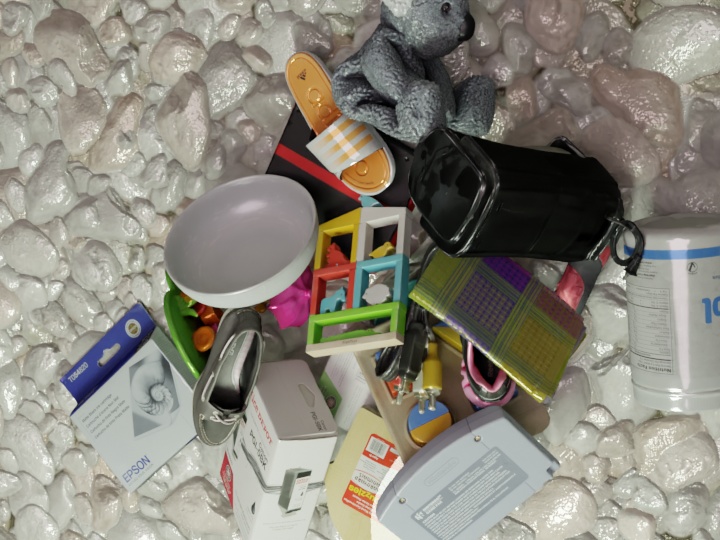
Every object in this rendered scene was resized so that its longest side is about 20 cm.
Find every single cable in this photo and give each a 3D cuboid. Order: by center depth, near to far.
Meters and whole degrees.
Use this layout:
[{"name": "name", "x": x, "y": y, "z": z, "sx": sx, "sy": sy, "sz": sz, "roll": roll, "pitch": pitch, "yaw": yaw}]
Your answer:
[{"name": "cable", "x": 0.073, "y": 0.064, "z": 1.320, "sx": 0.097, "sy": 0.050, "sz": 0.202, "roll": 1, "pitch": 73, "yaw": 53}]

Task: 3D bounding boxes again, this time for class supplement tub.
[{"name": "supplement tub", "x": 0.363, "y": 0.043, "z": 1.251, "sx": 0.131, "sy": 0.132, "sz": 0.202, "roll": -3, "pitch": 101, "yaw": 21}]

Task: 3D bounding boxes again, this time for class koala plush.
[{"name": "koala plush", "x": 0.062, "y": -0.267, "z": 1.286, "sx": 0.183, "sy": 0.177, "sz": 0.202, "roll": 23, "pitch": 112, "yaw": 28}]

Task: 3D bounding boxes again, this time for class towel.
[{"name": "towel", "x": 0.159, "y": 0.048, "z": 1.256, "sx": 0.199, "sy": 0.144, "sz": 0.023, "roll": 38, "pitch": 138, "yaw": -1}]

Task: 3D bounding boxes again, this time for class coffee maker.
[{"name": "coffee maker", "x": 0.178, "y": -0.076, "z": 1.207, "sx": 0.192, "sy": 0.199, "sz": 0.136, "roll": 25, "pitch": 109, "yaw": 50}]

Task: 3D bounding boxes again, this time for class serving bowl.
[{"name": "serving bowl", "x": -0.140, "y": -0.026, "z": 1.387, "sx": 0.198, "sy": 0.201, "sz": 0.066, "roll": 0, "pitch": 138, "yaw": 21}]

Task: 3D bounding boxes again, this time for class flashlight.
[{"name": "flashlight", "x": 0.244, "y": 0.019, "z": 1.326, "sx": 0.067, "sy": 0.068, "sz": 0.201, "roll": 26, "pitch": 108, "yaw": 13}]

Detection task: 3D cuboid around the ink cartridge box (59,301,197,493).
[{"name": "ink cartridge box", "x": -0.321, "y": 0.182, "z": 1.592, "sx": 0.199, "sy": 0.041, "sz": 0.200, "roll": -42, "pitch": 84, "yaw": 23}]

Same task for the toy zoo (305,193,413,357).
[{"name": "toy zoo", "x": 0.000, "y": 0.000, "z": 1.359, "sx": 0.130, "sy": 0.020, "sz": 0.202, "roll": -11, "pitch": 62, "yaw": 31}]

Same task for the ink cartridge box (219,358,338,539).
[{"name": "ink cartridge box", "x": -0.109, "y": 0.235, "z": 1.437, "sx": 0.147, "sy": 0.082, "sz": 0.201, "roll": -121, "pitch": 39, "yaw": -47}]

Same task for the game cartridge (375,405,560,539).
[{"name": "game cartridge", "x": 0.120, "y": 0.250, "z": 1.318, "sx": 0.200, "sy": 0.041, "sz": 0.133, "roll": -41, "pitch": 118, "yaw": 13}]

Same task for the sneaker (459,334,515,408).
[{"name": "sneaker", "x": 0.141, "y": 0.056, "z": 1.294, "sx": 0.078, "sy": 0.095, "sz": 0.202, "roll": -11, "pitch": 79, "yaw": 7}]

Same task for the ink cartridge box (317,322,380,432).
[{"name": "ink cartridge box", "x": 0.048, "y": 0.168, "z": 1.432, "sx": 0.199, "sy": 0.067, "sz": 0.118, "roll": 30, "pitch": 112, "yaw": 13}]

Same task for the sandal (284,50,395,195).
[{"name": "sandal", "x": -0.041, "y": -0.176, "z": 1.371, "sx": 0.079, "sy": 0.059, "sz": 0.207, "roll": -41, "pitch": 80, "yaw": 30}]

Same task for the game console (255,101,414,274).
[{"name": "game console", "x": -0.027, "y": -0.107, "z": 1.429, "sx": 0.199, "sy": 0.031, "sz": 0.178, "roll": 30, "pitch": 106, "yaw": 12}]

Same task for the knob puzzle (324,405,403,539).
[{"name": "knob puzzle", "x": 0.044, "y": 0.290, "z": 1.408, "sx": 0.217, "sy": 0.030, "sz": 0.222, "roll": 5, "pitch": 106, "yaw": 17}]

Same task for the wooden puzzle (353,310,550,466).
[{"name": "wooden puzzle", "x": 0.107, "y": 0.133, "z": 1.352, "sx": 0.184, "sy": 0.046, "sz": 0.201, "roll": -24, "pitch": 75, "yaw": -3}]

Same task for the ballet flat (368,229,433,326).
[{"name": "ballet flat", "x": 0.077, "y": -0.010, "z": 1.397, "sx": 0.200, "sy": 0.067, "sz": 0.064, "roll": -43, "pitch": 57, "yaw": 22}]

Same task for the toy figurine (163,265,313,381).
[{"name": "toy figurine", "x": -0.145, "y": 0.033, "z": 1.461, "sx": 0.183, "sy": 0.150, "sz": 0.201, "roll": -28, "pitch": 52, "yaw": 7}]

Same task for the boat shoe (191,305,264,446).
[{"name": "boat shoe", "x": -0.163, "y": 0.139, "z": 1.379, "sx": 0.066, "sy": 0.057, "sz": 0.202, "roll": 7, "pitch": 113, "yaw": -24}]
